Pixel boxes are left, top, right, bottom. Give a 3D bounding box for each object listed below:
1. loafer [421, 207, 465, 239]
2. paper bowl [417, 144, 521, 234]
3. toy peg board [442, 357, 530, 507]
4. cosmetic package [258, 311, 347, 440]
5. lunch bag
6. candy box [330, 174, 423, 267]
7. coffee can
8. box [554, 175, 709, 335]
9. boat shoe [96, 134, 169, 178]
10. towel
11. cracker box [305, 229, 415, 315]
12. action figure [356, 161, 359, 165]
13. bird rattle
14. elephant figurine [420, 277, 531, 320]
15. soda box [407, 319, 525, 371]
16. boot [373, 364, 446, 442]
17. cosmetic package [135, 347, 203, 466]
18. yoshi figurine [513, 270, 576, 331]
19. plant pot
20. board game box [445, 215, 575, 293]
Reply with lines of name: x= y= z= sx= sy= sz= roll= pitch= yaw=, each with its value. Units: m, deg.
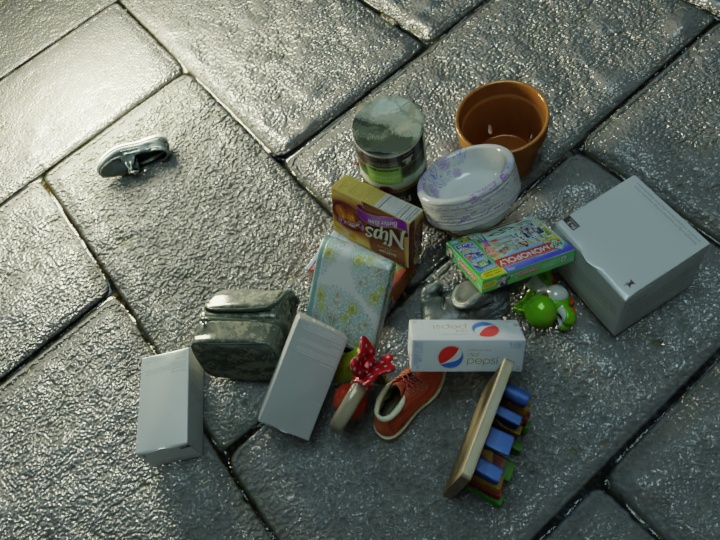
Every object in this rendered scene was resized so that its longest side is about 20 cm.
loafer: x=0.183 y=-0.127 z=1.454 sx=0.197 sy=0.072 sz=0.073 roll=31 pitch=70 yaw=28
paper bowl: x=0.216 y=-0.149 z=1.334 sx=0.195 sy=0.106 sz=0.203 roll=-19 pitch=31 yaw=12
toy peg board: x=0.228 y=0.283 z=1.130 sx=0.096 sy=0.200 sz=0.203 roll=23 pitch=66 yaw=9
cosmetic package: x=-0.107 y=0.195 z=1.267 sx=0.104 sy=0.090 sz=0.205 roll=24 pitch=91 yaw=-9
lunch bag: x=-0.229 y=0.116 z=1.381 sx=0.194 sy=0.141 sz=0.171 roll=-1 pitch=48 yaw=15
candy box: x=0.033 y=-0.101 z=1.387 sx=0.197 sy=0.119 sz=0.056 roll=29 pitch=51 yaw=27
coffee can: x=0.065 y=-0.228 z=1.395 sx=0.141 sy=0.202 sz=0.150 roll=-4 pitch=59 yaw=8
box: x=0.492 y=-0.030 z=1.273 sx=0.196 sy=0.132 sz=0.201 roll=-29 pitch=57 yaw=-9
boat shoe: x=-0.580 y=-0.283 z=1.748 sx=0.195 sy=0.074 sz=0.062 roll=-25 pitch=52 yaw=-7
towel: x=-0.021 y=0.052 z=1.351 sx=0.168 sy=0.048 sz=0.206 roll=21 pitch=109 yaw=26
cracker box: x=0.000 y=0.000 z=1.433 sx=0.197 sy=0.058 sz=0.135 roll=28 pitch=68 yaw=26
action figure: x=0.049 y=-0.200 z=1.539 sx=0.051 sy=0.067 sz=0.201 roll=-19 pitch=52 yaw=-25
bird rattle: x=0.000 y=0.215 z=1.224 sx=0.111 sy=0.200 sz=0.166 roll=30 pitch=81 yaw=-6
elephant figurine: x=0.211 y=0.068 z=1.250 sx=0.196 sy=0.140 sz=0.160 roll=-16 pitch=66 yaw=35
soda box: x=0.180 y=0.128 z=1.177 sx=0.193 sy=0.065 sz=0.069 roll=1 pitch=26 yaw=-1
boot: x=0.093 y=0.213 z=1.251 sx=0.074 sy=0.108 sz=0.201 roll=29 pitch=68 yaw=26
cosmetic package: x=-0.374 y=0.269 z=1.355 sx=0.109 sy=0.082 sz=0.205 roll=-11 pitch=58 yaw=8
yoshi figurine: x=0.330 y=0.030 z=1.306 sx=0.110 sy=0.112 sz=0.203 roll=-32 pitch=58 yaw=7
plant pot: x=0.308 y=-0.285 z=1.476 sx=0.194 sy=0.141 sz=0.205 roll=-7 pitch=57 yaw=11
board game box: x=0.273 y=-0.034 z=1.255 sx=0.195 sy=0.030 sz=0.135 roll=-17 pitch=37 yaw=-17
